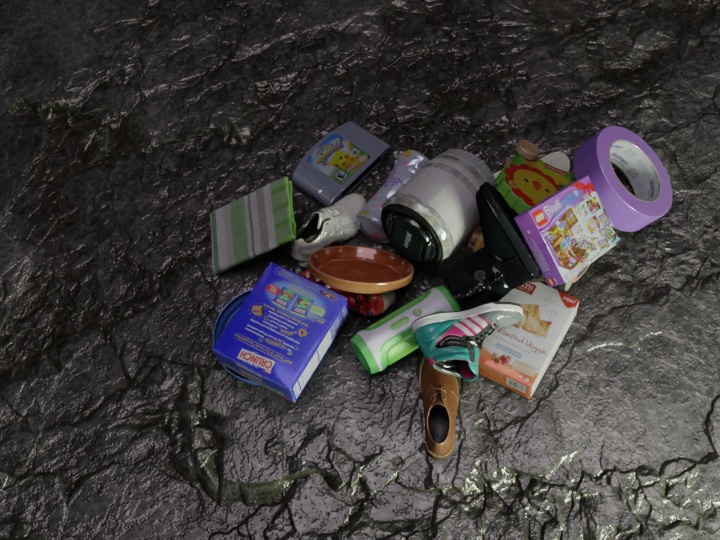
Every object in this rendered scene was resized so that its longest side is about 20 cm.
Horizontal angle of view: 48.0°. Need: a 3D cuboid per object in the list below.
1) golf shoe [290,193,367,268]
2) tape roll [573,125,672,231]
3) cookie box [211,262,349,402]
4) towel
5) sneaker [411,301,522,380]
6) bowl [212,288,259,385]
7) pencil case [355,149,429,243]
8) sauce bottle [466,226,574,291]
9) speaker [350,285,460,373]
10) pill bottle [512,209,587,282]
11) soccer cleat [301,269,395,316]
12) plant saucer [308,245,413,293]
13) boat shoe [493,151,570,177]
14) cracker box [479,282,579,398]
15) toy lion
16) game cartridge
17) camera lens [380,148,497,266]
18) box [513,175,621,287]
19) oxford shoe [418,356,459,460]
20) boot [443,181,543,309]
[{"bbox_3d":[-0.060,-0.095,1.609,0.078,0.097,0.200,34,67,23],"label":"golf shoe"},{"bbox_3d":[0.506,-0.177,1.558,0.200,0.066,0.201,16,57,-26],"label":"tape roll"},{"bbox_3d":[-0.142,0.110,1.466,0.171,0.075,0.200,25,65,18],"label":"cookie box"},{"bbox_3d":[-0.214,-0.087,1.614,0.200,0.031,0.150,-22,60,24],"label":"towel"},{"bbox_3d":[0.198,0.127,1.402,0.199,0.084,0.121,-11,63,-5],"label":"sneaker"},{"bbox_3d":[-0.177,0.125,1.528,0.200,0.039,0.201,-3,60,5],"label":"bowl"},{"bbox_3d":[0.073,-0.151,1.634,0.091,0.083,0.200,33,68,2],"label":"pencil case"},{"bbox_3d":[0.295,-0.020,1.487,0.200,0.066,0.066,23,65,27],"label":"sauce bottle"},{"bbox_3d":[0.085,0.108,1.484,0.200,0.089,0.089,-30,62,-12],"label":"speaker"},{"bbox_3d":[0.345,-0.061,1.543,0.200,0.106,0.106,38,70,22],"label":"pill bottle"},{"bbox_3d":[-0.025,0.039,1.552,0.200,0.069,0.085,15,20,33],"label":"soccer cleat"},{"bbox_3d":[0.000,0.000,1.527,0.200,0.032,0.200,5,20,-2],"label":"plant saucer"},{"bbox_3d":[0.324,-0.183,1.642,0.201,0.060,0.072,-23,98,-5],"label":"boat shoe"},{"bbox_3d":[0.294,0.114,1.474,0.134,0.058,0.200,25,65,21],"label":"cracker box"},{"bbox_3d":[0.348,-0.150,1.523,0.199,0.069,0.192,21,41,-11],"label":"toy lion"},{"bbox_3d":[-0.046,-0.229,1.720,0.133,0.041,0.200,34,69,26],"label":"game cartridge"},{"bbox_3d":[0.149,-0.117,1.540,0.160,0.160,0.200,34,60,22],"label":"camera lens"},{"bbox_3d":[0.370,-0.072,1.431,0.200,0.039,0.137,-29,92,-38],"label":"box"},{"bbox_3d":[0.140,0.224,1.422,0.071,0.071,0.201,-5,58,4],"label":"oxford shoe"},{"bbox_3d":[0.214,-0.034,1.451,0.168,0.076,0.200,-33,84,24],"label":"boot"}]
